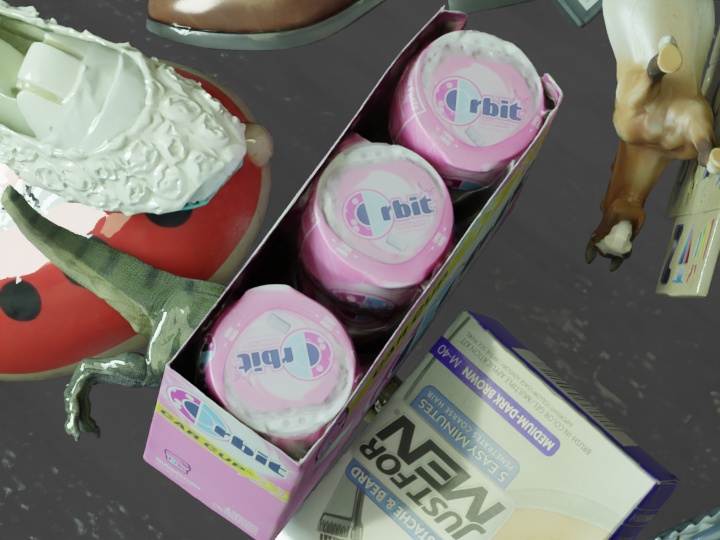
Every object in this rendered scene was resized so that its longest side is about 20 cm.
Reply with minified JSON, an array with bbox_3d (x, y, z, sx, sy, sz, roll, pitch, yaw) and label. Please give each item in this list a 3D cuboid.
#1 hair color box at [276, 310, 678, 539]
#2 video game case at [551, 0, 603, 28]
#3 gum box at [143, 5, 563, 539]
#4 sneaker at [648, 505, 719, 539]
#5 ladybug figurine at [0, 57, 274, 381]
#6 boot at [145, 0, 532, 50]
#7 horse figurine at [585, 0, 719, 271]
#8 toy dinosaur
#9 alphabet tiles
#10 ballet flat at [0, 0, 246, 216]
[{"bbox_3d":[0.025,0.128,1.045,0.109,0.065,0.200,41,97,15],"label":"hair color box"},{"bbox_3d":[0.118,-0.219,1.029,0.200,0.019,0.143,-42,105,-3],"label":"video game case"},{"bbox_3d":[0.000,0.000,1.001,0.066,0.114,0.200,34,67,5],"label":"gum box"},{"bbox_3d":[0.187,0.118,0.985,0.199,0.070,0.082,-19,82,5],"label":"sneaker"},{"bbox_3d":[-0.133,-0.026,1.103,0.199,0.072,0.136,-23,78,12],"label":"ladybug figurine"},{"bbox_3d":[-0.016,-0.200,1.055,0.187,0.068,0.201,-9,103,14],"label":"boot"},{"bbox_3d":[0.117,-0.106,0.988,0.050,0.133,0.201,-2,85,-3],"label":"horse figurine"},{"bbox_3d":[-0.079,0.035,1.067,0.199,0.048,0.088,24,108,-22],"label":"toy dinosaur"},{"bbox_3d":[0.152,-0.086,0.982,0.006,0.166,0.201,16,89,-2],"label":"alphabet tiles"},{"bbox_3d":[-0.144,-0.078,1.043,0.199,0.072,0.072,21,90,22],"label":"ballet flat"}]
